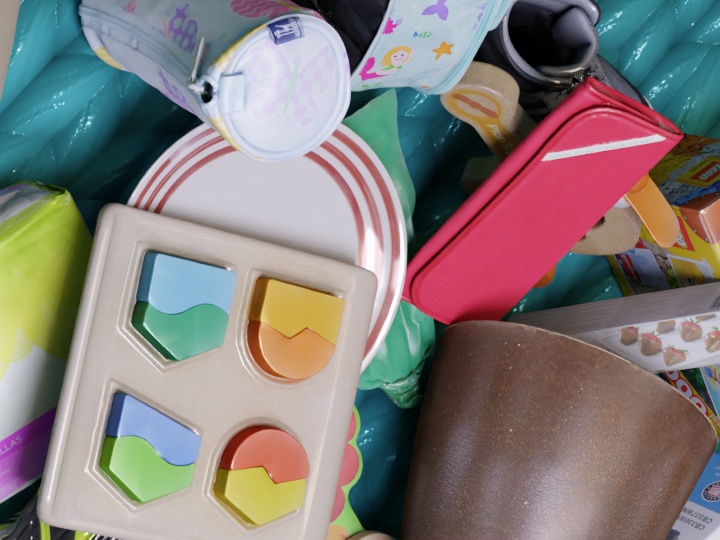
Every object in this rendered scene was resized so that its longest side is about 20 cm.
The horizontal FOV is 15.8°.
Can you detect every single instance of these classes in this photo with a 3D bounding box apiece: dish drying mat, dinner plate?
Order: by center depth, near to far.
[{"bbox_3d":[-0.063,-0.001,1.542,0.200,0.024,0.201,-9,109,-28],"label":"dinner plate"},{"bbox_3d":[0.103,-0.034,1.561,0.077,0.018,0.200,24,128,-27],"label":"dish drying mat"}]

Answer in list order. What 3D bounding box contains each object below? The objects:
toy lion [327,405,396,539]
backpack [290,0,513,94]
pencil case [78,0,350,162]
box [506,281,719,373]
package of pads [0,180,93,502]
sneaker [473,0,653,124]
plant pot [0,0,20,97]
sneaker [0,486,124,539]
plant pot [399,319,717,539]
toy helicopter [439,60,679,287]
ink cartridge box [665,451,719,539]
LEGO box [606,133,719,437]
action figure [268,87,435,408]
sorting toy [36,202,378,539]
[{"bbox_3d":[-0.077,0.153,1.610,0.200,0.069,0.192,-37,107,-17],"label":"toy lion"},{"bbox_3d":[0.018,-0.200,1.491,0.150,0.200,0.178,3,141,-24],"label":"backpack"},{"bbox_3d":[-0.085,-0.126,1.469,0.091,0.200,0.083,-20,119,-22],"label":"pencil case"},{"bbox_3d":[0.174,0.041,1.643,0.041,0.200,0.039,-49,119,-45],"label":"box"},{"bbox_3d":[-0.229,0.054,1.499,0.200,0.068,0.155,-33,114,-20],"label":"package of pads"},{"bbox_3d":[0.127,-0.123,1.628,0.200,0.114,0.076,27,79,-28],"label":"sneaker"},{"bbox_3d":[-0.264,-0.118,1.401,0.187,0.187,0.200,38,67,-28],"label":"plant pot"},{"bbox_3d":[-0.199,0.184,1.533,0.200,0.076,0.075,-34,76,2],"label":"sneaker"},{"bbox_3d":[0.098,0.162,1.601,0.187,0.187,0.200,35,68,-29],"label":"plant pot"},{"bbox_3d":[0.115,-0.065,1.594,0.200,0.132,0.079,47,54,-47],"label":"toy helicopter"},{"bbox_3d":[0.194,0.234,1.716,0.200,0.147,0.146,-40,116,-17],"label":"ink cartridge box"},{"bbox_3d":[0.243,0.015,1.700,0.077,0.149,0.200,-34,113,-19],"label":"LEGO box"},{"bbox_3d":[0.000,0.000,1.621,0.118,0.055,0.200,-28,112,-23],"label":"action figure"},{"bbox_3d":[-0.081,0.071,1.497,0.200,0.036,0.186,15,84,-33],"label":"sorting toy"}]
